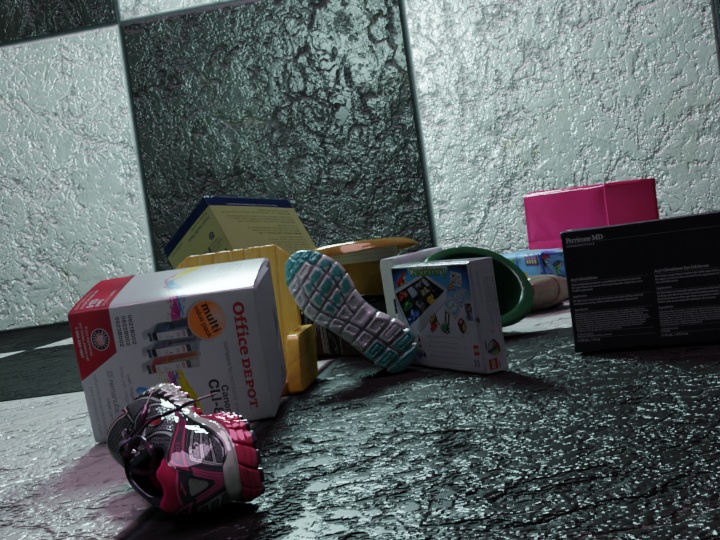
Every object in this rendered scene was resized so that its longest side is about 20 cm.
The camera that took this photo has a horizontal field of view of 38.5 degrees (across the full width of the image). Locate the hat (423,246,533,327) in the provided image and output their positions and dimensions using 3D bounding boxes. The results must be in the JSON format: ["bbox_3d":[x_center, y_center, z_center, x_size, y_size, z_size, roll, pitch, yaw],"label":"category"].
[{"bbox_3d":[0.159,0.080,1.524,0.198,0.177,0.166,-13,48,-26],"label":"hat"}]

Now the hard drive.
[{"bbox_3d":[0.087,0.040,1.501,0.026,0.134,0.200,-8,2,24],"label":"hard drive"}]

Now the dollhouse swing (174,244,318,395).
[{"bbox_3d":[-0.166,0.066,1.279,0.197,0.178,0.182,-7,2,7],"label":"dollhouse swing"}]

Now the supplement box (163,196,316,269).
[{"bbox_3d":[-0.174,0.001,1.675,0.199,0.201,0.134,-3,-36,-50],"label":"supplement box"}]

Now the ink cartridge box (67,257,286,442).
[{"bbox_3d":[-0.188,0.081,1.113,0.197,0.147,0.145,-9,12,2],"label":"ink cartridge box"}]

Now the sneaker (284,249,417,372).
[{"bbox_3d":[-0.019,0.058,1.290,0.078,0.200,0.091,-45,-4,-12],"label":"sneaker"}]

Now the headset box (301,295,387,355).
[{"bbox_3d":[-0.018,0.081,1.587,0.148,0.078,0.199,-11,5,-41],"label":"headset box"}]

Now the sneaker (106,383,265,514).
[{"bbox_3d":[-0.148,0.132,0.765,0.074,0.082,0.199,-12,4,-33],"label":"sneaker"}]

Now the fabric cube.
[{"bbox_3d":[0.473,-0.075,2.083,0.195,0.203,0.198,-9,2,-43],"label":"fabric cube"}]

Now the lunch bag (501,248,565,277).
[{"bbox_3d":[0.372,-0.010,1.919,0.198,0.095,0.150,-17,6,-27],"label":"lunch bag"}]

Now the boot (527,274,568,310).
[{"bbox_3d":[0.268,0.043,1.756,0.145,0.071,0.199,-2,-1,-36],"label":"boot"}]

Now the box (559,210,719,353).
[{"bbox_3d":[0.340,0.011,1.171,0.198,0.143,0.079,-7,3,27],"label":"box"}]

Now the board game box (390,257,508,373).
[{"bbox_3d":[0.101,0.052,1.227,0.034,0.128,0.200,-10,3,-24],"label":"board game box"}]

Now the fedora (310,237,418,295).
[{"bbox_3d":[0.000,0.000,1.549,0.198,0.083,0.201,-8,-2,0],"label":"fedora"}]
